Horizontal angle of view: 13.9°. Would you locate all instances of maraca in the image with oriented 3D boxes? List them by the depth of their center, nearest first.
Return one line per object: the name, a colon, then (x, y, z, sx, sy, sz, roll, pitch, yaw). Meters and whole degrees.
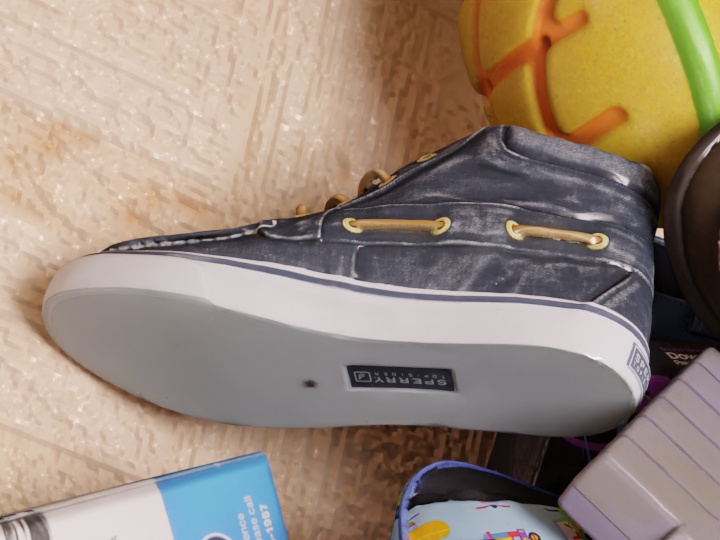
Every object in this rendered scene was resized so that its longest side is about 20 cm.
maraca: (0.082, -0.097, 1.043, 0.107, 0.137, 0.200, -19, 50, -14)

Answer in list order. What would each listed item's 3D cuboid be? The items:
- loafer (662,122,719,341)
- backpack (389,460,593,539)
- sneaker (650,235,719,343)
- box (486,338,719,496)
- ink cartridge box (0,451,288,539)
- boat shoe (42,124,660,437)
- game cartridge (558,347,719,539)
loafer: (0.174, 0.025, 0.986, 0.073, 0.071, 0.200, -45, 121, -9)
backpack: (0.073, 0.157, 0.933, 0.200, 0.135, 0.183, 22, 32, -36)
sneaker: (0.106, 0.013, 1.082, 0.200, 0.082, 0.074, 37, 35, -29)
box: (0.130, 0.095, 1.061, 0.200, 0.036, 0.143, 4, 115, -30)
ink cartridge box: (-0.110, 0.149, 0.897, 0.200, 0.084, 0.146, -12, 87, -38)
boat shoe: (0.000, 0.000, 0.980, 0.071, 0.200, 0.091, 84, 15, -52)
game cartridge: (0.156, 0.117, 0.922, 0.200, 0.038, 0.130, 44, 29, 7)
